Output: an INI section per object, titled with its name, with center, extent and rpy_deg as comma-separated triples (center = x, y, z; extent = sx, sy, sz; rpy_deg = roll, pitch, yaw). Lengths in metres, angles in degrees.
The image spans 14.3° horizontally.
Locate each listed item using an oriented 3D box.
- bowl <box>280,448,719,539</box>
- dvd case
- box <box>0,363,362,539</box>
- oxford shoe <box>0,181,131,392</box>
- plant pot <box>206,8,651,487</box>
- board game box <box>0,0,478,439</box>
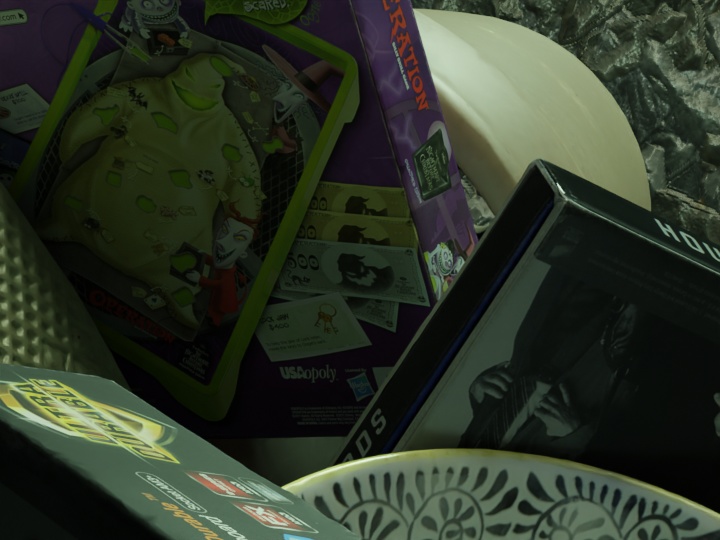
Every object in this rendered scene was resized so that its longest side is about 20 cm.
[bowl]
center = 0.035, 0.141, 0.581
extent = 0.200, 0.094, 0.201
rpy_deg = 14, 41, -12
[dvd case]
center = 0.048, 0.087, 0.668
extent = 0.150, 0.200, 0.025
rpy_deg = 25, 20, -27
[box]
center = -0.031, 0.117, 0.443
extent = 0.046, 0.159, 0.200
rpy_deg = 10, 11, -37
[oxford shoe]
center = -0.104, 0.016, 0.662
extent = 0.200, 0.058, 0.075
rpy_deg = 60, 24, 0
[plant pot]
center = 0.000, 0.000, 0.802
extent = 0.200, 0.201, 0.175
rpy_deg = 21, 27, 18
[board game box]
center = -0.066, -0.017, 0.691
extent = 0.200, 0.120, 0.032
rpy_deg = -2, 28, 33
